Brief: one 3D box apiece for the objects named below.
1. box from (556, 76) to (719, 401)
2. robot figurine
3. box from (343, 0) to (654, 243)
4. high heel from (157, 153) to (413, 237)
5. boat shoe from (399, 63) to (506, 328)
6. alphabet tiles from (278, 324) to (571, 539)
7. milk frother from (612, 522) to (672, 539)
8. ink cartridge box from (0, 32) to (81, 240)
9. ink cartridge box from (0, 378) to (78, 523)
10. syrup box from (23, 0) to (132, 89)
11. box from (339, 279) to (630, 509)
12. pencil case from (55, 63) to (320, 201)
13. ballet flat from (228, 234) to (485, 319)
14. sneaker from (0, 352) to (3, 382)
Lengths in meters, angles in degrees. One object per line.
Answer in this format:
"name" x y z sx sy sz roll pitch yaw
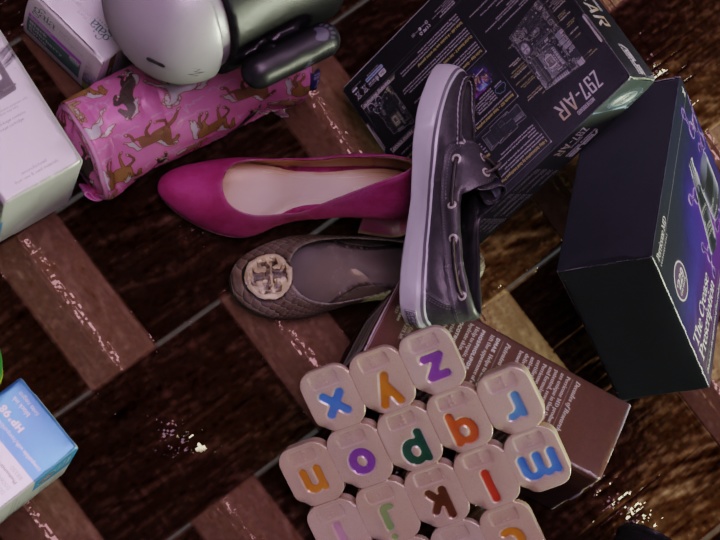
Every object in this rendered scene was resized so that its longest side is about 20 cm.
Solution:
"box" 0.216 -0.025 1.606 0.141 0.079 0.200 58 33 -36
"robot figurine" -0.091 -0.213 1.555 0.200 0.150 0.125 -30 121 -24
"box" 0.100 -0.140 1.614 0.044 0.200 0.160 -3 54 -56
"high heel" -0.053 -0.066 1.605 0.200 0.096 0.067 11 63 2
"boat shoe" 0.073 -0.055 1.552 0.066 0.070 0.200 2 68 19
"alphabet tiles" 0.046 0.140 1.561 0.200 0.015 0.196 -22 105 16
"milk frother" 0.209 0.304 1.533 0.181 0.200 0.188 46 71 -3
"ink cartridge box" -0.287 -0.131 1.560 0.067 0.116 0.200 -31 84 -18
"ink cartridge box" -0.298 0.169 1.488 0.200 0.116 0.067 -39 88 -20
"syrup box" -0.160 -0.233 1.642 0.079 0.081 0.200 44 71 2
"box" 0.089 0.094 1.606 0.200 0.100 0.075 31 65 -5
"pencil case" -0.133 -0.127 1.621 0.200 0.083 0.087 -27 83 -19
"ballet flat" 0.000 0.000 1.639 0.200 0.046 0.067 -2 76 -14
"sneaker" -0.312 -0.002 1.545 0.074 0.084 0.200 -19 82 -18
